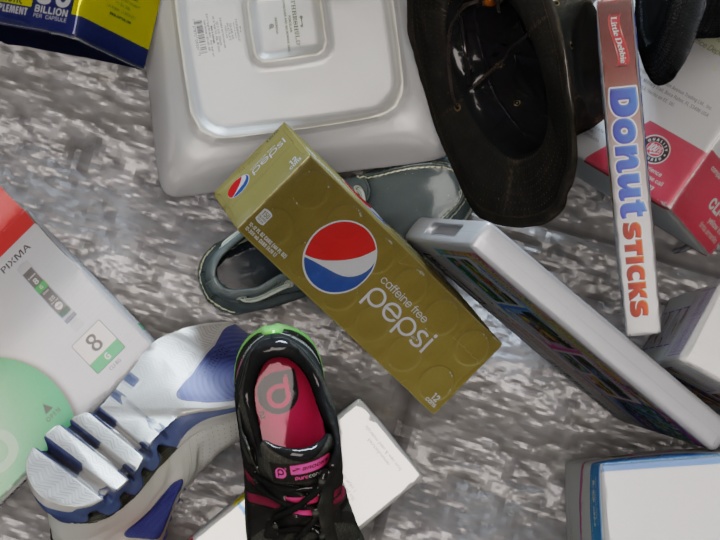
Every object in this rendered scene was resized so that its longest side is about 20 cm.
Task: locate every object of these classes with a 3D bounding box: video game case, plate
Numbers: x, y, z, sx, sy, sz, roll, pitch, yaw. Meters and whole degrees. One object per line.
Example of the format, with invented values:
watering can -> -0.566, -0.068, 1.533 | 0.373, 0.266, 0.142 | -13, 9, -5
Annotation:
video game case -> 0.127, 0.037, 1.482 | 0.200, 0.182, 0.024 | 40, 84, -10
plate -> -0.049, -0.161, 1.566 | 0.198, 0.032, 0.201 | -8, 81, -1

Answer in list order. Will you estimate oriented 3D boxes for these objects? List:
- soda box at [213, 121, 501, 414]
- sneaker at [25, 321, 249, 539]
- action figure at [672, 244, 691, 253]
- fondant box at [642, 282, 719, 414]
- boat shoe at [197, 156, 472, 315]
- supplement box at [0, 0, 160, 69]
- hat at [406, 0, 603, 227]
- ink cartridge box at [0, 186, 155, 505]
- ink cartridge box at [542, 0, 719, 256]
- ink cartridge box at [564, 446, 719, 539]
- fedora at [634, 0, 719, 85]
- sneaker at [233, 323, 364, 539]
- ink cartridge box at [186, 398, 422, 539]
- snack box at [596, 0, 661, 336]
soda box -> 0.000, 0.000, 1.512 | 0.068, 0.064, 0.200 | -45, 119, 3
sneaker -> -0.138, 0.124, 1.545 | 0.199, 0.116, 0.080 | -34, 60, -31
action figure -> 0.306, -0.044, 1.547 | 0.199, 0.102, 0.120 | -13, 100, -3
fondant box -> 0.261, 0.069, 1.491 | 0.144, 0.200, 0.059 | 28, 85, 0
boat shoe -> -0.013, -0.023, 1.558 | 0.199, 0.062, 0.073 | -21, 85, -3
supplement box -> -0.187, -0.246, 1.528 | 0.108, 0.109, 0.201 | 11, 87, 20
hat -> 0.108, -0.130, 1.480 | 0.080, 0.200, 0.202 | -14, 88, -28
ink cartridge box -> -0.258, 0.036, 1.561 | 0.161, 0.050, 0.200 | -44, 91, -2
ink cartridge box -> 0.220, -0.134, 1.524 | 0.145, 0.083, 0.200 | 35, 88, 39
ink cartridge box -> 0.211, 0.155, 1.489 | 0.143, 0.200, 0.085 | -4, 85, -2
fedora -> 0.227, -0.201, 1.427 | 0.091, 0.201, 0.202 | 9, 88, -3
sneaker -> -0.041, 0.132, 1.425 | 0.076, 0.084, 0.201 | -16, 85, 0
ink cartridge box -> -0.056, 0.171, 1.524 | 0.200, 0.116, 0.067 | -40, 88, -2
snack box -> 0.161, -0.065, 1.419 | 0.024, 0.072, 0.202 | -5, 97, 7
